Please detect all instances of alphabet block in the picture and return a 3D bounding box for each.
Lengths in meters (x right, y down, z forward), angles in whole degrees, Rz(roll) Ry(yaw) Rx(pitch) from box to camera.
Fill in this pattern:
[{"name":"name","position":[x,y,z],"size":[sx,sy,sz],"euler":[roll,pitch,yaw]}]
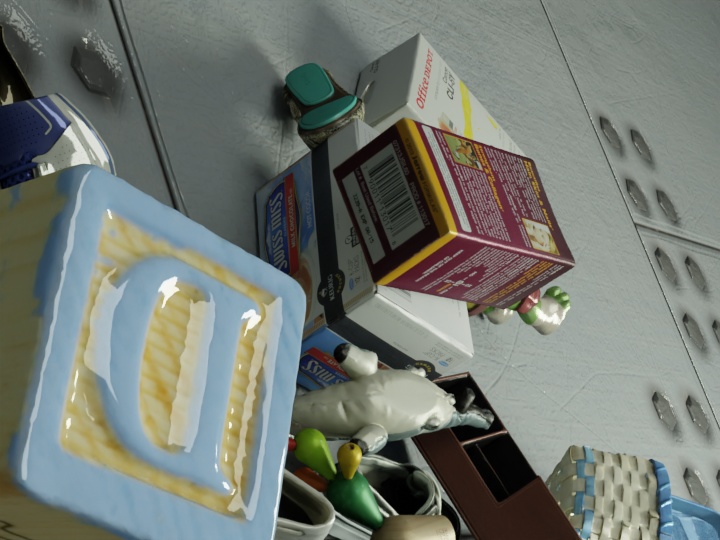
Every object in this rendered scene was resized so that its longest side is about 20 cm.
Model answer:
[{"name":"alphabet block","position":[-0.174,0.077,0.999],"size":[0.196,0.198,0.198],"euler":[33,55,-41]}]

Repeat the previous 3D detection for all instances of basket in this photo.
[{"name":"basket","position":[0.265,0.265,1.620],"size":[0.198,0.140,0.177],"euler":[21,37,-4]}]

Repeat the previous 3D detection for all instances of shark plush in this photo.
[{"name":"shark plush","position":[0.025,0.108,1.402],"size":[0.198,0.083,0.092],"euler":[-8,72,-39]}]

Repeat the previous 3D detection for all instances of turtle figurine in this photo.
[{"name":"turtle figurine","position":[0.126,-0.023,1.692],"size":[0.193,0.143,0.202],"euler":[32,41,-46]}]

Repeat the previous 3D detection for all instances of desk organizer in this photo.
[{"name":"desk organizer","position":[0.111,0.180,1.478],"size":[0.201,0.077,0.072],"euler":[57,-1,20]}]

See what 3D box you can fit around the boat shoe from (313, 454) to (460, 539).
[{"name":"boat shoe","position":[0.035,0.198,1.404],"size":[0.199,0.071,0.073],"euler":[22,45,-51]}]

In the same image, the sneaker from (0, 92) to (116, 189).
[{"name":"sneaker","position":[-0.217,-0.018,1.172],"size":[0.115,0.080,0.202],"euler":[-37,108,-60]}]

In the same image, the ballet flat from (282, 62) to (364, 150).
[{"name":"ballet flat","position":[-0.027,-0.136,1.581],"size":[0.200,0.067,0.076],"euler":[-120,-174,-67]}]

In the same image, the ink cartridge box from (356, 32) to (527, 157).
[{"name":"ink cartridge box","position":[0.086,-0.127,1.786],"size":[0.200,0.083,0.146],"euler":[45,31,-24]}]

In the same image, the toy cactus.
[{"name":"toy cactus","position":[0.004,0.210,1.287],"size":[0.163,0.102,0.202],"euler":[-7,70,-36]}]

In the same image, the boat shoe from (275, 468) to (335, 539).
[{"name":"boat shoe","position":[-0.107,0.135,1.186],"size":[0.198,0.065,0.074],"euler":[28,45,-12]}]

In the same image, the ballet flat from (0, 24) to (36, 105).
[{"name":"ballet flat","position":[-0.255,-0.114,1.258],"size":[0.202,0.046,0.067],"euler":[61,29,4]}]

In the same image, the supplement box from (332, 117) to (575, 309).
[{"name":"supplement box","position":[0.081,-0.043,1.414],"size":[0.199,0.085,0.111],"euler":[12,51,-52]}]

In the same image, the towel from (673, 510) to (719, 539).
[{"name":"towel","position":[0.356,0.313,1.842],"size":[0.199,0.048,0.113],"euler":[20,47,-50]}]

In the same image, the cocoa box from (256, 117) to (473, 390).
[{"name":"cocoa box","position":[0.000,0.000,1.472],"size":[0.133,0.131,0.202],"euler":[32,38,-38]}]
